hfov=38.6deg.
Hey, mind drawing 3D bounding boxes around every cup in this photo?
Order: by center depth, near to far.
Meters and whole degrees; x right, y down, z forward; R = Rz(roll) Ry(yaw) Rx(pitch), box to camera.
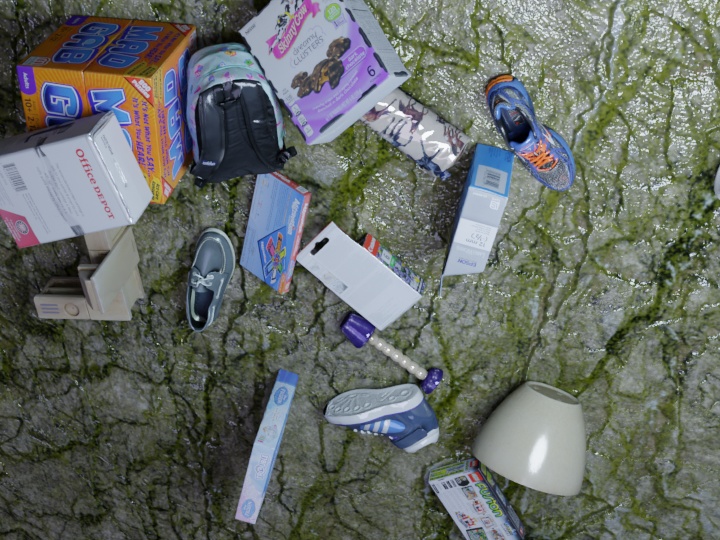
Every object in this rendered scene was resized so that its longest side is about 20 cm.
[{"bbox_3d":[0.308,0.276,1.768,0.199,0.200,0.144,19,99,-1],"label":"cup"}]

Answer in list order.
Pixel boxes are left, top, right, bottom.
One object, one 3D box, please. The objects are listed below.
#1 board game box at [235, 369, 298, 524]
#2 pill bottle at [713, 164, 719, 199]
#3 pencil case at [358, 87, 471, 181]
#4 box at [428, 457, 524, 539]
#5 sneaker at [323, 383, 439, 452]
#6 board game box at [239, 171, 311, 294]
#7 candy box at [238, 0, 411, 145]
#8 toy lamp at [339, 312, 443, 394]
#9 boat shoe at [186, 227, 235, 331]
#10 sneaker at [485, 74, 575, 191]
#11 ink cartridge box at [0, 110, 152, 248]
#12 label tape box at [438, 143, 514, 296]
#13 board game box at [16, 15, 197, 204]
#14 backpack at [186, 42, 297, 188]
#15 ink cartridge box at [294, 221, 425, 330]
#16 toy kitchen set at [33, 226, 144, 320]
[{"bbox_3d":[-0.170,0.320,1.873,0.043,0.199,0.201,17,126,0],"label":"board game box"},{"bbox_3d":[0.621,-0.114,1.467,0.199,0.115,0.115,24,125,-5],"label":"pill bottle"},{"bbox_3d":[0.063,-0.217,1.538,0.200,0.078,0.090,33,109,-11],"label":"pencil case"},{"bbox_3d":[0.225,0.452,1.978,0.110,0.035,0.200,-20,117,23],"label":"box"},{"bbox_3d":[0.045,0.289,1.879,0.199,0.081,0.147,-13,121,20],"label":"sneaker"},{"bbox_3d":[-0.142,-0.067,1.691,0.103,0.019,0.201,35,129,24],"label":"board game box"},{"bbox_3d":[-0.053,-0.308,1.456,0.168,0.071,0.201,-36,82,30],"label":"candy box"},{"bbox_3d":[0.052,0.142,1.794,0.200,0.058,0.058,35,123,-11],"label":"toy lamp"},{"bbox_3d":[-0.264,0.020,1.775,0.072,0.062,0.201,16,125,1],"label":"boat shoe"},{"bbox_3d":[0.247,-0.190,1.517,0.075,0.079,0.200,-32,112,29],"label":"sneaker"},{"bbox_3d":[-0.416,-0.127,1.450,0.199,0.085,0.146,-9,121,20],"label":"ink cartridge box"},{"bbox_3d":[0.175,-0.071,1.571,0.066,0.144,0.201,14,125,3],"label":"label tape box"},{"bbox_3d":[-0.363,-0.244,1.534,0.199,0.200,0.201,7,125,7],"label":"board game box"},{"bbox_3d":[-0.194,-0.234,1.531,0.166,0.127,0.200,-17,143,-10],"label":"backpack"},{"bbox_3d":[0.000,0.000,1.715,0.200,0.050,0.109,40,123,-14],"label":"ink cartridge box"},{"bbox_3d":[-0.493,0.005,1.752,0.179,0.163,0.201,1,123,11],"label":"toy kitchen set"}]
